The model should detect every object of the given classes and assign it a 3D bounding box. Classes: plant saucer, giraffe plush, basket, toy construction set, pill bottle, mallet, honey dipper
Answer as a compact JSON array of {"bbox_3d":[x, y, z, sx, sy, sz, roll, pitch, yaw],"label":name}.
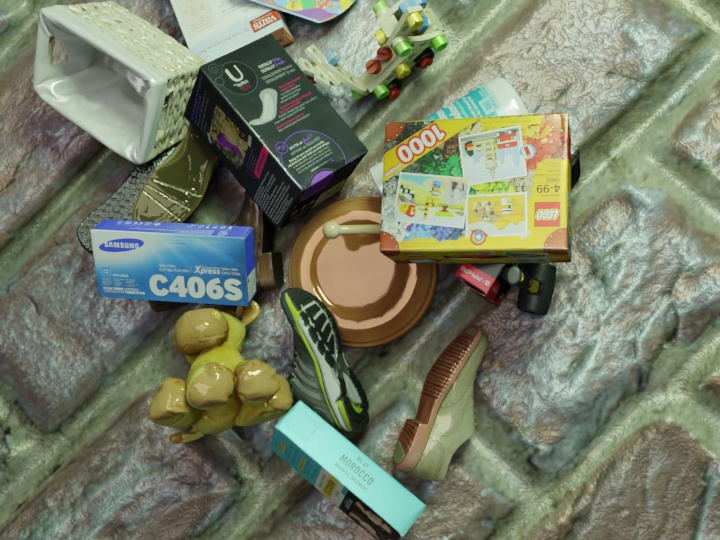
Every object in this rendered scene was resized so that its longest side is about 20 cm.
[{"bbox_3d":[0.000,0.000,1.077,0.200,0.037,0.200,-1,83,11],"label":"plant saucer"},{"bbox_3d":[-0.180,0.115,1.048,0.172,0.200,0.162,-6,64,-11],"label":"giraffe plush"},{"bbox_3d":[-0.316,-0.258,1.106,0.200,0.123,0.136,34,129,13],"label":"basket"},{"bbox_3d":[0.023,-0.272,1.042,0.200,0.131,0.092,-21,86,36],"label":"toy construction set"},{"bbox_3d":[0.114,-0.145,1.030,0.200,0.111,0.111,-29,79,7],"label":"pill bottle"},{"bbox_3d":[0.194,0.005,0.953,0.041,0.200,0.066,12,82,20],"label":"mallet"},{"bbox_3d":[0.052,-0.053,1.032,0.200,0.038,0.038,-1,83,-12],"label":"honey dipper"}]

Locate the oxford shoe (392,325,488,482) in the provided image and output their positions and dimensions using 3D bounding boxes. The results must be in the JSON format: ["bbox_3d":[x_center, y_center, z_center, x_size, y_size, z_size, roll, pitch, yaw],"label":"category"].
[{"bbox_3d":[0.114,0.165,1.029,0.074,0.071,0.200,28,90,-12],"label":"oxford shoe"}]

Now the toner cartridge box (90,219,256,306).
[{"bbox_3d":[-0.236,-0.010,1.058,0.200,0.043,0.095,3,112,8],"label":"toner cartridge box"}]

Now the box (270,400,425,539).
[{"bbox_3d":[-0.019,0.253,1.021,0.200,0.082,0.049,38,60,12],"label":"box"}]

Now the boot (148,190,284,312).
[{"bbox_3d":[-0.211,-0.047,1.118,0.200,0.064,0.187,-9,80,16],"label":"boot"}]

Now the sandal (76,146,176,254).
[{"bbox_3d":[-0.302,-0.098,1.140,0.200,0.045,0.075,-41,93,-10],"label":"sandal"}]

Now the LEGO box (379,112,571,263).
[{"bbox_3d":[0.129,-0.086,0.913,0.200,0.077,0.149,-1,80,18],"label":"LEGO box"}]

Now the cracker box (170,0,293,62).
[{"bbox_3d":[-0.192,-0.382,1.149,0.134,0.058,0.200,-23,79,8],"label":"cracker box"}]

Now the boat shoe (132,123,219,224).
[{"bbox_3d":[-0.235,-0.129,1.110,0.073,0.063,0.201,28,81,-9],"label":"boat shoe"}]

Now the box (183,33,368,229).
[{"bbox_3d":[-0.109,-0.175,1.049,0.122,0.106,0.200,-35,83,-33],"label":"box"}]

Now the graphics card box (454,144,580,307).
[{"bbox_3d":[0.192,-0.057,0.996,0.051,0.125,0.200,33,92,18],"label":"graphics card box"}]

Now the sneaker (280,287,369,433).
[{"bbox_3d":[-0.063,0.119,1.044,0.081,0.074,0.200,-19,95,25],"label":"sneaker"}]

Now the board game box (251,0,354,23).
[{"bbox_3d":[-0.088,-0.422,1.102,0.200,0.039,0.158,17,73,-4],"label":"board game box"}]
